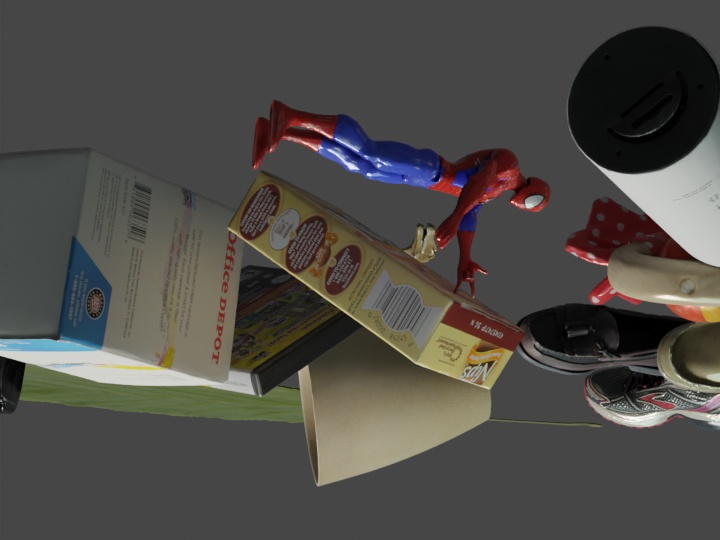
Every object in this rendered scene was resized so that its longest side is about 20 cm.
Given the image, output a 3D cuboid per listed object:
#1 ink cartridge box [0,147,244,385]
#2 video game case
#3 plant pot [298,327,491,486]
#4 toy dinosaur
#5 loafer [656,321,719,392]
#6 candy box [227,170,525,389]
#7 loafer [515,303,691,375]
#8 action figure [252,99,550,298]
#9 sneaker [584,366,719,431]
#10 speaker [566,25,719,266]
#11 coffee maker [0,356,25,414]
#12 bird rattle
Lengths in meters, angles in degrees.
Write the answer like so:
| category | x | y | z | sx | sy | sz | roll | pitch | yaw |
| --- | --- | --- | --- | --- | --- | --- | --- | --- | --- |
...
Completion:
| category | x | y | z | sx | sy | sz | roll | pitch | yaw |
| --- | --- | --- | --- | --- | --- | --- | --- | --- | --- |
| ink cartridge box | -0.209 | 0.004 | 1.188 | 0.144 | 0.148 | 0.200 | -1 | 165 | 33 |
| video game case | -0.094 | 0.048 | 1.331 | 0.180 | 0.026 | 0.200 | 5 | -155 | 38 |
| plant pot | 0.038 | 0.133 | 1.663 | 0.200 | 0.188 | 0.187 | -6 | 170 | -7 |
| toy dinosaur | 0.000 | 0.000 | 1.278 | 0.101 | 0.058 | 0.200 | 9 | 168 | -18 |
| loafer | 0.376 | 0.071 | 1.388 | 0.200 | 0.076 | 0.068 | -4 | 166 | 7 |
| candy box | 0.010 | 0.006 | 1.093 | 0.200 | 0.055 | 0.115 | 35 | -174 | 33 |
| loafer | 0.243 | 0.059 | 1.442 | 0.200 | 0.072 | 0.063 | 6 | 150 | -27 |
| action figure | 0.030 | -0.043 | 0.973 | 0.200 | 0.099 | 0.065 | 7 | 169 | -17 |
| sneaker | 0.346 | 0.127 | 1.686 | 0.200 | 0.081 | 0.075 | -1 | 138 | 32 |
| speaker | 0.182 | -0.062 | 0.822 | 0.081 | 0.081 | 0.200 | 0 | 167 | 28 |
| coffee maker | -0.566 | 0.122 | 2.071 | 0.200 | 0.135 | 0.192 | 8 | -168 | -1 |
| bird rattle | 0.226 | -0.009 | 0.985 | 0.200 | 0.113 | 0.163 | 12 | -169 | 23 |
